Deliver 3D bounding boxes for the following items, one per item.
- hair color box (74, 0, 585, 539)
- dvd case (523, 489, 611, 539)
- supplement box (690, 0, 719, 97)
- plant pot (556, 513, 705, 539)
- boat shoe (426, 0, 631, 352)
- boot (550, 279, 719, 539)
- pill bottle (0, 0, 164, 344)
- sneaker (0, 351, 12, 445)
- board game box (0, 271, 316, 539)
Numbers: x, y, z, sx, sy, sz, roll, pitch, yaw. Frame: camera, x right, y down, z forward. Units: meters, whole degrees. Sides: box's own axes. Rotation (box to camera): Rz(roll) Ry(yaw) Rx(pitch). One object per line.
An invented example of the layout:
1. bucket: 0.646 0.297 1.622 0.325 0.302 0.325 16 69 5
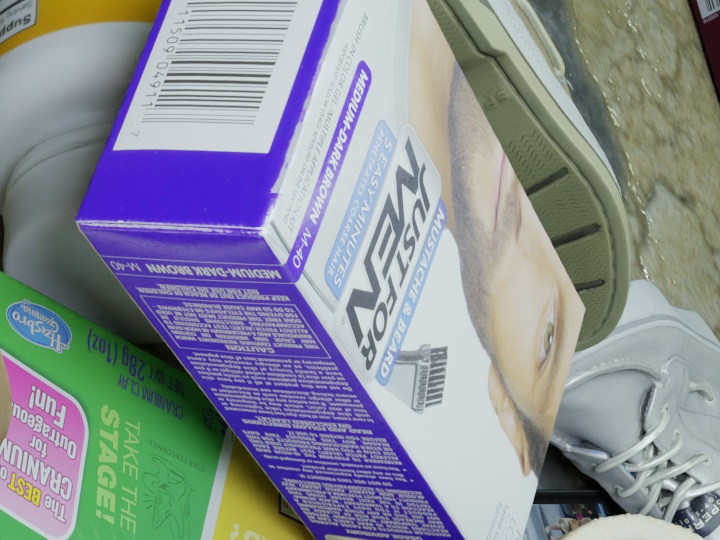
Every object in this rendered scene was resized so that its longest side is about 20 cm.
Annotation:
1. hair color box: 0.000 0.000 0.732 0.200 0.065 0.109 59 42 -50
2. dvd case: 0.051 0.148 0.894 0.200 0.018 0.143 6 62 -52
3. supplement box: 0.239 -0.072 1.278 0.109 0.061 0.200 12 59 -51
4. plant pot: 0.027 0.187 0.593 0.200 0.183 0.201 39 33 -33
5. boat shoe: 0.039 -0.057 0.821 0.068 0.075 0.200 -84 153 -46
6. boot: 0.117 0.064 0.968 0.096 0.074 0.200 60 21 17
7. pill bottle: -0.070 -0.080 0.802 0.109 0.109 0.200 32 44 -39
8. sneaker: -0.179 -0.018 0.650 0.200 0.067 0.090 57 37 -1
9. board game box: -0.070 0.119 0.724 0.153 0.040 0.200 31 44 -40
